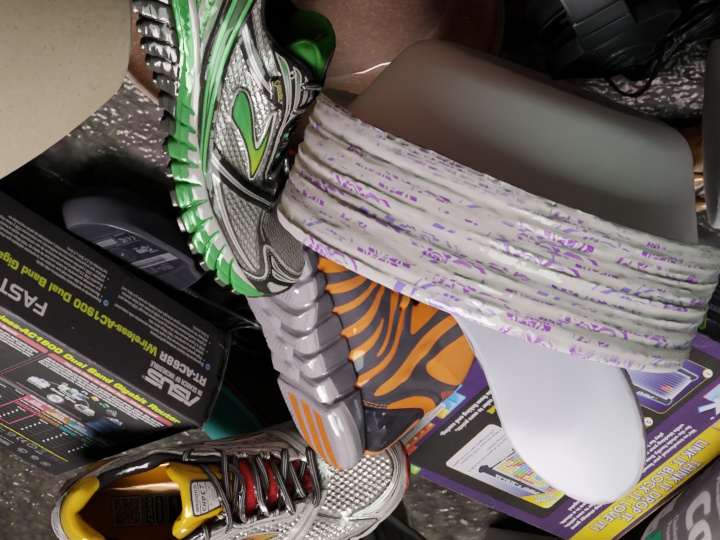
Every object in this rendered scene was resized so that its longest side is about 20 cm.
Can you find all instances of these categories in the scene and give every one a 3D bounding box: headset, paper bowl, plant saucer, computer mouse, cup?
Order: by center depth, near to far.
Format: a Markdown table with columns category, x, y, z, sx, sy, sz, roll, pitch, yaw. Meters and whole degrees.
| category | x | y | z | sx | sy | sz | roll | pitch | yaw |
| --- | --- | --- | --- | --- | --- | --- | --- | --- | --- |
| headset | 0.110 | -0.144 | 1.208 | 0.094 | 0.124 | 0.200 | -27 | 147 | 8 |
| paper bowl | 0.071 | -0.036 | 1.211 | 0.200 | 0.201 | 0.105 | 18 | 97 | -13 |
| cup | -0.188 | -0.121 | 1.228 | 0.143 | 0.201 | 0.200 | -9 | 144 | -22 |
| plant saucer | -0.029 | -0.136 | 1.285 | 0.200 | 0.037 | 0.201 | 4 | 138 | 3 |
| computer mouse | -0.084 | 0.004 | 1.461 | 0.059 | 0.034 | 0.200 | -12 | 144 | 41 |

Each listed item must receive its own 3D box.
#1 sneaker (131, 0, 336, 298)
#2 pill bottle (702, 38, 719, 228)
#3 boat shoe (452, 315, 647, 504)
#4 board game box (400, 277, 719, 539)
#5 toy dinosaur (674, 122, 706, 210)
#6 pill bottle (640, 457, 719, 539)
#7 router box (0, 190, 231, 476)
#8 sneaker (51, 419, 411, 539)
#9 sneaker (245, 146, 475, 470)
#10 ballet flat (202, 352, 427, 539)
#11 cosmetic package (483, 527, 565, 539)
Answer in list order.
| category | x | y | z | sx | sy | sz | roll | pitch | yaw |
| --- | --- | --- | --- | --- | --- | --- | --- | --- | --- |
| sneaker | -0.051 | -0.075 | 1.248 | 0.085 | 0.078 | 0.200 | -6 | 121 | 7 |
| pill bottle | 0.265 | -0.063 | 1.258 | 0.199 | 0.120 | 0.120 | 0 | 139 | 2 |
| boat shoe | 0.086 | 0.023 | 1.354 | 0.073 | 0.065 | 0.200 | -28 | 94 | 19 |
| board game box | 0.125 | 0.062 | 1.479 | 0.165 | 0.057 | 0.200 | 24 | 136 | -23 |
| toy dinosaur | 0.126 | -0.046 | 1.359 | 0.199 | 0.107 | 0.060 | -5 | 175 | 10 |
| pill bottle | 0.242 | 0.131 | 1.431 | 0.113 | 0.113 | 0.200 | 20 | 141 | -15 |
| router box | -0.194 | 0.031 | 1.455 | 0.200 | 0.062 | 0.150 | 33 | 148 | -28 |
| sneaker | -0.070 | 0.127 | 1.449 | 0.199 | 0.078 | 0.082 | -12 | 175 | -1 |
| sneaker | 0.000 | 0.000 | 1.392 | 0.112 | 0.078 | 0.200 | -31 | 129 | -20 |
| ballet flat | -0.030 | 0.109 | 1.531 | 0.200 | 0.068 | 0.068 | 52 | 150 | 0 |
| cosmetic package | 0.155 | 0.218 | 1.559 | 0.199 | 0.151 | 0.052 | 8 | 110 | 12 |
